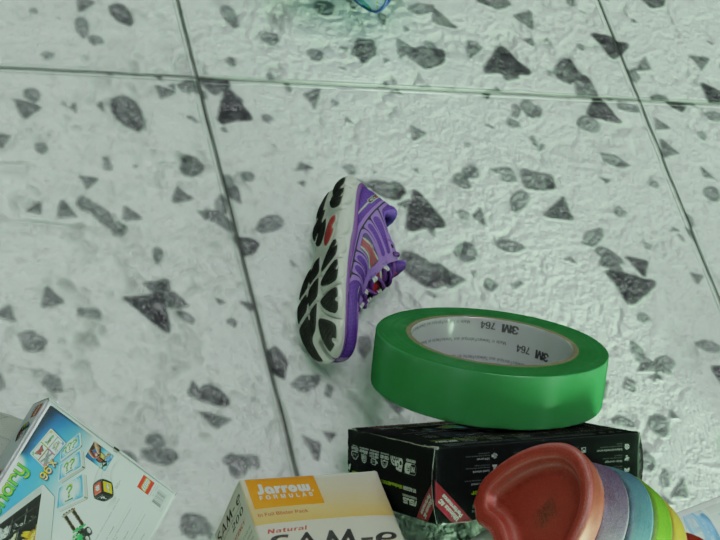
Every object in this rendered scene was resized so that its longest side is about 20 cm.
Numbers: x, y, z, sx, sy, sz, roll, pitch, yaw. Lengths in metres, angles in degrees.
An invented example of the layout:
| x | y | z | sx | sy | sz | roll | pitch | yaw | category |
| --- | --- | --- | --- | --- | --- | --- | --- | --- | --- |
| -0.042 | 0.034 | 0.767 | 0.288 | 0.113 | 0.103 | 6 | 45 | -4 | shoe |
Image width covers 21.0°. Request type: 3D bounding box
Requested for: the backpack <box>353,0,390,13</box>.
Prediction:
| x | y | z | sx | sy | sz | roll | pitch | yaw | category |
| --- | --- | --- | --- | --- | --- | --- | --- | --- | --- |
| -0.019 | -0.354 | 1.911 | 0.147 | 0.183 | 0.200 | -39 | 77 | -17 | backpack |

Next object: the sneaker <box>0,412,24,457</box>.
| x | y | z | sx | sy | sz | roll | pitch | yaw | category |
| --- | --- | --- | --- | --- | --- | --- | --- | --- | --- |
| -0.302 | 0.149 | 1.462 | 0.198 | 0.076 | 0.092 | 2 | 46 | -34 | sneaker |

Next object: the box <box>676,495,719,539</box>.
| x | y | z | sx | sy | sz | roll | pitch | yaw | category |
| --- | --- | --- | --- | --- | --- | --- | --- | --- | --- |
| 0.304 | 0.302 | 1.606 | 0.112 | 0.102 | 0.201 | -15 | 62 | -34 | box |

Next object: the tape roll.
| x | y | z | sx | sy | sz | roll | pitch | yaw | category |
| --- | --- | --- | --- | --- | --- | --- | --- | --- | --- |
| 0.108 | 0.081 | 1.642 | 0.198 | 0.049 | 0.201 | 6 | 14 | -2 | tape roll |

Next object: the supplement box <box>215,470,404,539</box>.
| x | y | z | sx | sy | sz | roll | pitch | yaw | category |
| --- | --- | --- | --- | --- | --- | --- | --- | --- | --- |
| -0.020 | 0.255 | 1.487 | 0.125 | 0.074 | 0.201 | -1 | 47 | -27 | supplement box |

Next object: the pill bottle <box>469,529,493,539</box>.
| x | y | z | sx | sy | sz | roll | pitch | yaw | category |
| --- | --- | --- | --- | --- | --- | --- | --- | --- | --- |
| 0.143 | 0.303 | 1.522 | 0.111 | 0.112 | 0.201 | -20 | 65 | -35 | pill bottle |

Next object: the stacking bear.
| x | y | z | sx | sy | sz | roll | pitch | yaw | category |
| --- | --- | --- | --- | --- | --- | --- | --- | --- | --- |
| 0.201 | 0.217 | 1.488 | 0.199 | 0.114 | 0.122 | 29 | 31 | -34 | stacking bear |

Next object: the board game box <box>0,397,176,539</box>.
| x | y | z | sx | sy | sz | roll | pitch | yaw | category |
| --- | --- | --- | --- | --- | --- | --- | --- | --- | --- |
| -0.232 | 0.211 | 1.407 | 0.126 | 0.035 | 0.201 | 39 | 61 | -19 | board game box |

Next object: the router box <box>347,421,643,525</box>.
| x | y | z | sx | sy | sz | roll | pitch | yaw | category |
| --- | --- | --- | --- | --- | --- | --- | --- | --- | --- |
| 0.108 | 0.160 | 1.588 | 0.198 | 0.150 | 0.063 | -1 | 93 | -26 | router box |

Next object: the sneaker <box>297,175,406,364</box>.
| x | y | z | sx | sy | sz | roll | pitch | yaw | category |
| --- | --- | --- | --- | --- | --- | --- | --- | --- | --- |
| 0.000 | 0.000 | 1.712 | 0.083 | 0.081 | 0.201 | 24 | 47 | -14 | sneaker |
